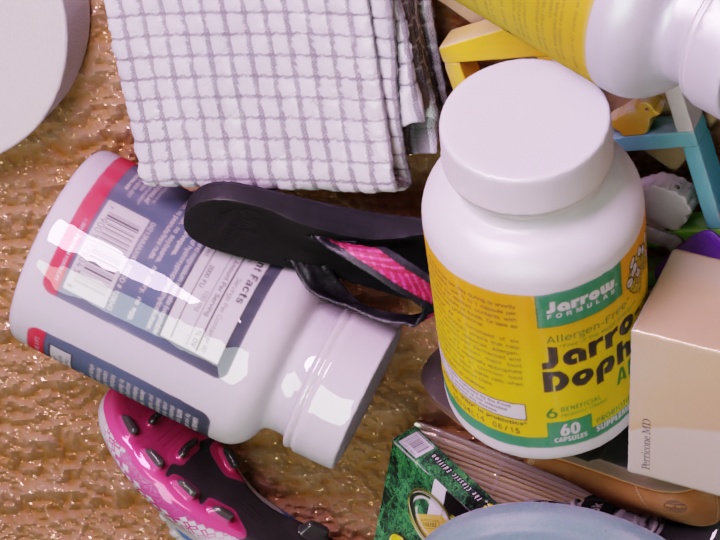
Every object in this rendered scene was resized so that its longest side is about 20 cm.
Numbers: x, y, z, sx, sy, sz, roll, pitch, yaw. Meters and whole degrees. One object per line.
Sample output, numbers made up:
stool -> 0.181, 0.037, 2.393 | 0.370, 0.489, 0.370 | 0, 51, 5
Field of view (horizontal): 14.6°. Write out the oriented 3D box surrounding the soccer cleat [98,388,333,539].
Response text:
soccer cleat -> -0.090, 0.153, 1.685 | 0.200, 0.070, 0.086 | 42, 131, -3

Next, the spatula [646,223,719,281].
spatula -> 0.135, -0.033, 1.474 | 0.200, 0.021, 0.057 | 42, 136, -6

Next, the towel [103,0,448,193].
towel -> -0.045, -0.143, 1.487 | 0.165, 0.086, 0.201 | 1, 117, 24

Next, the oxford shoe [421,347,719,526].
oxford shoe -> 0.115, 0.093, 1.550 | 0.199, 0.071, 0.071 | 25, 150, 37

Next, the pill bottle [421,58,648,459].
pill bottle -> 0.089, -0.007, 1.418 | 0.112, 0.113, 0.201 | 9, 140, 16

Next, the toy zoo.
toy zoo -> 0.121, -0.068, 1.483 | 0.131, 0.020, 0.201 | -2, 124, 31

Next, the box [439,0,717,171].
box -> 0.151, -0.169, 1.437 | 0.163, 0.021, 0.200 | 36, 125, 0

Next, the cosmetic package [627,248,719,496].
cosmetic package -> 0.238, 0.069, 1.414 | 0.199, 0.071, 0.106 | 13, 132, 20

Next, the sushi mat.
sushi mat -> 0.111, 0.159, 1.644 | 0.199, 0.012, 0.096 | 21, 123, 9

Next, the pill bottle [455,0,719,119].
pill bottle -> 0.117, -0.151, 1.346 | 0.200, 0.112, 0.113 | 34, 128, 29

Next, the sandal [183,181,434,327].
sandal -> 0.000, 0.000, 1.517 | 0.199, 0.045, 0.075 | 12, 147, -14

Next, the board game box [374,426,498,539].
board game box -> 0.046, 0.193, 1.636 | 0.105, 0.023, 0.201 | 43, 142, 32

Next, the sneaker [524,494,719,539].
sneaker -> 0.131, 0.159, 1.583 | 0.200, 0.074, 0.089 | -36, 97, 37

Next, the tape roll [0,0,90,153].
tape roll -> -0.249, -0.156, 1.590 | 0.202, 0.037, 0.204 | 10, 121, 16

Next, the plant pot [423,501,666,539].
plant pot -> 0.100, 0.242, 1.514 | 0.199, 0.134, 0.201 | 11, 132, 12

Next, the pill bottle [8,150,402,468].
pill bottle -> -0.084, 0.027, 1.581 | 0.199, 0.120, 0.120 | 27, 124, 5
